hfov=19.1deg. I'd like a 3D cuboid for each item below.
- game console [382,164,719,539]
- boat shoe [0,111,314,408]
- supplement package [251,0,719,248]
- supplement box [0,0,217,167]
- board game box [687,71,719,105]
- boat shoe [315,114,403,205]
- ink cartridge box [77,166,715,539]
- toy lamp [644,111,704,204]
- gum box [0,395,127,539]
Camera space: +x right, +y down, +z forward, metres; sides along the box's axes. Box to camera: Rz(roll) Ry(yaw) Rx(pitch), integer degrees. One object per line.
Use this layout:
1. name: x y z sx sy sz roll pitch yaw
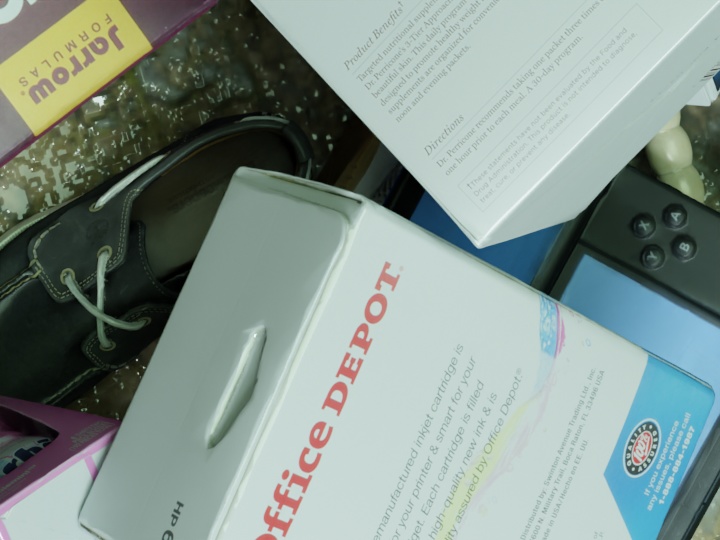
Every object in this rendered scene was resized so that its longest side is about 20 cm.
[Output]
1. game console: 0.075 0.046 0.889 0.170 0.118 0.200 29 93 10
2. boat shoe: -0.104 0.002 0.879 0.200 0.068 0.072 -37 102 -10
3. supplement package: 0.057 -0.149 0.756 0.191 0.147 0.200 -45 81 17
4. supplement box: -0.173 -0.144 0.836 0.131 0.103 0.200 -40 102 -15
5. board game box: 0.156 -0.186 0.916 0.200 0.035 0.126 -61 142 -29
6. boat shoe: 0.000 0.000 0.910 0.069 0.071 0.200 36 79 -13
7. ink cartridge box: 0.017 0.067 0.786 0.200 0.085 0.145 28 85 -39
8. toy lamp: 0.142 -0.041 0.965 0.058 0.058 0.201 -22 97 -17
9. gum box: -0.112 0.142 0.824 0.066 0.113 0.200 -33 114 -33
